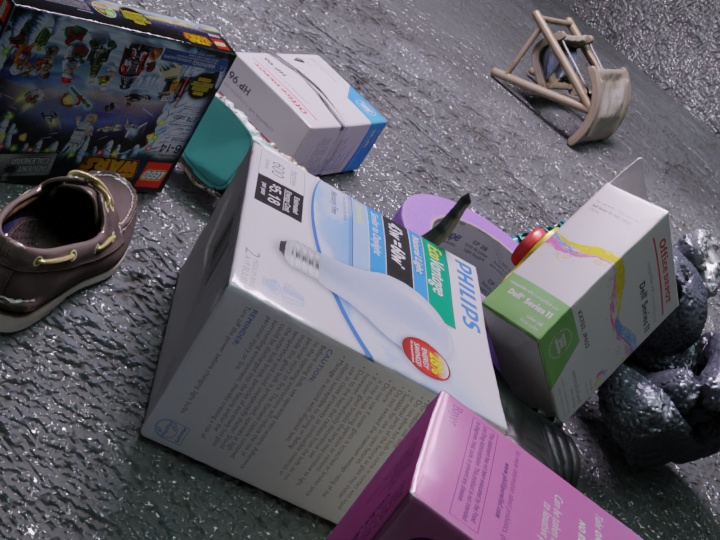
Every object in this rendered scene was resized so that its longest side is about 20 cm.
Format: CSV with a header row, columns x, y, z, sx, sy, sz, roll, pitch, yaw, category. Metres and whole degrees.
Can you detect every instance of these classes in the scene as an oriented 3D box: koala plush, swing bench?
x,y,z,sx,sy,sz,roll,pitch,yaw,category
0.283,0.063,0.999,0.184,0.174,0.203,65,8,-64,koala plush
0.360,-0.324,1.832,0.200,0.130,0.198,44,26,15,swing bench

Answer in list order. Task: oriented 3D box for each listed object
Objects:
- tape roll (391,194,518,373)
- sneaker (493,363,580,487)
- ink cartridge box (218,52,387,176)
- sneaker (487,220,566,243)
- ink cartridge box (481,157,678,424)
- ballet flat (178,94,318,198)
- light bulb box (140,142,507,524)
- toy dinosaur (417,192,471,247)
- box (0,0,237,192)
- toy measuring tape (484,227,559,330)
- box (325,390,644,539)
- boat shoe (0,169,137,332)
x,y,z,sx,sy,sz,roll,pitch,yaw,category
0.103,0.019,1.008,0.198,0.066,0.201,29,28,-16,tape roll
0.105,0.110,0.860,0.098,0.071,0.202,17,37,-39,sneaker
-0.072,-0.154,1.067,0.116,0.068,0.199,44,27,15,ink cartridge box
0.201,-0.024,1.186,0.197,0.080,0.078,15,32,-37,sneaker
0.198,0.015,0.890,0.067,0.199,0.118,32,-24,41,ink cartridge box
-0.095,-0.080,0.919,0.199,0.076,0.064,42,-9,1,ballet flat
-0.022,0.048,0.729,0.198,0.126,0.199,27,27,-17,light bulb box
0.000,0.000,0.843,0.089,0.196,0.048,64,16,-47,toy dinosaur
-0.198,-0.126,0.780,0.198,0.138,0.040,-1,43,-51,box
0.155,0.002,0.946,0.074,0.074,0.199,43,26,15,toy measuring tape
0.063,0.198,0.528,0.199,0.177,0.097,36,25,-2,box
-0.194,-0.029,0.713,0.071,0.060,0.200,35,26,-1,boat shoe
